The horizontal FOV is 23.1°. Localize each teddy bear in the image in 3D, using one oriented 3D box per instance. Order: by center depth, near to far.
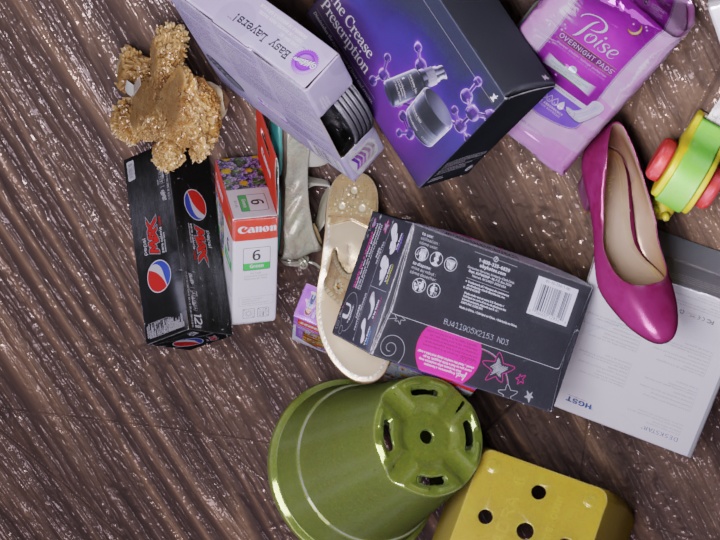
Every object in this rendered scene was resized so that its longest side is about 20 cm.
[{"bbox_3d":[-0.187,-0.166,1.726,0.200,0.066,0.146,-13,77,57],"label":"teddy bear"}]

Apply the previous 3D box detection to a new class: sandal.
[{"bbox_3d":[-0.006,0.000,1.725,0.077,0.213,0.070,-2,167,-4],"label":"sandal"}]

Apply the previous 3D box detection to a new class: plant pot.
[{"bbox_3d":[0.031,0.187,1.811,0.200,0.200,0.190,41,151,-8],"label":"plant pot"},{"bbox_3d":[0.168,0.289,1.818,0.199,0.201,0.177,19,161,10],"label":"plant pot"}]

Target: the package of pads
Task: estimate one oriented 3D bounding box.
[{"bbox_3d":[0.193,-0.190,1.575,0.120,0.076,0.200,35,131,-5],"label":"package of pads"}]

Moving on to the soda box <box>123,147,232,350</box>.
[{"bbox_3d":[-0.187,-0.024,1.800,0.063,0.071,0.201,-19,72,34],"label":"soda box"}]

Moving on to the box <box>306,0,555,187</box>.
[{"bbox_3d":[0.060,-0.199,1.573,0.141,0.079,0.200,-44,72,40],"label":"box"}]

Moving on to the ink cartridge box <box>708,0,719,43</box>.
[{"bbox_3d":[0.404,-0.199,1.452,0.199,0.084,0.145,-13,118,22],"label":"ink cartridge box"}]

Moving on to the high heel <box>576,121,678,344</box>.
[{"bbox_3d":[0.245,-0.034,1.599,0.067,0.201,0.096,-13,150,-17],"label":"high heel"}]

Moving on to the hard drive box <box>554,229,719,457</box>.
[{"bbox_3d":[0.285,0.066,1.723,0.155,0.077,0.201,21,130,9],"label":"hard drive box"}]

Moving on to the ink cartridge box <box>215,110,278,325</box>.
[{"bbox_3d":[-0.117,-0.057,1.787,0.050,0.109,0.201,-6,128,-12],"label":"ink cartridge box"}]

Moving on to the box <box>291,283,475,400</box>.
[{"bbox_3d":[0.028,0.079,1.815,0.199,0.039,0.137,22,168,1],"label":"box"}]

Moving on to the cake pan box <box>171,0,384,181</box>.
[{"bbox_3d":[-0.075,-0.182,1.605,0.200,0.052,0.184,38,172,27],"label":"cake pan box"}]

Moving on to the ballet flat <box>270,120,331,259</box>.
[{"bbox_3d":[-0.060,-0.100,1.775,0.062,0.068,0.201,-6,128,-12],"label":"ballet flat"}]

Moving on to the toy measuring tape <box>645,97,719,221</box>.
[{"bbox_3d":[0.310,-0.113,1.584,0.073,0.074,0.200,30,131,1],"label":"toy measuring tape"}]

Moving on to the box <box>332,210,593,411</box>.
[{"bbox_3d":[0.095,0.037,1.669,0.199,0.115,0.133,19,91,-22],"label":"box"}]

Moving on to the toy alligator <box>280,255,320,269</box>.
[{"bbox_3d":[0.010,0.025,1.827,0.199,0.059,0.054,14,129,14],"label":"toy alligator"}]
